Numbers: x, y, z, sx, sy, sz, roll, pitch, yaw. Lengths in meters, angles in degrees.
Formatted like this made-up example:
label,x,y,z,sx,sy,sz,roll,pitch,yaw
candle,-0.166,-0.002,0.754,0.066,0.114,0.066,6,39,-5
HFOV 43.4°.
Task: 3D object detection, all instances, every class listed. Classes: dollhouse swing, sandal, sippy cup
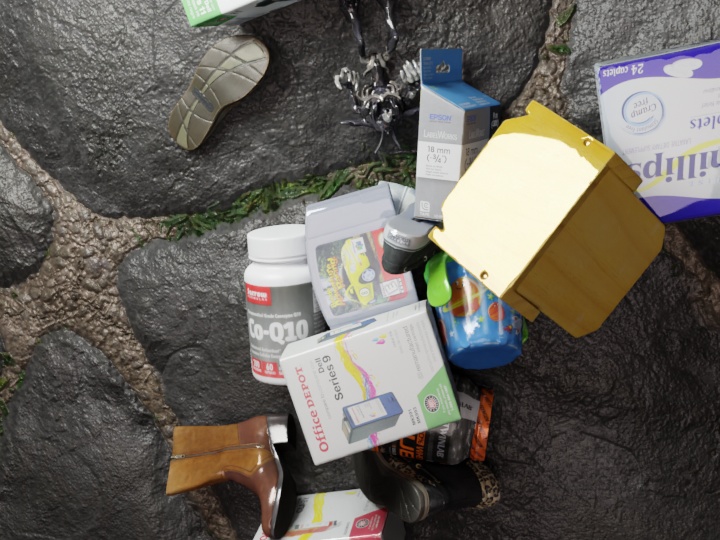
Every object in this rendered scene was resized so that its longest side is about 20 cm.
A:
label,x,y,z,sx,sy,sz,roll,pitch,yaw
dollhouse swing,0.229,-0.051,1.076,0.182,0.175,0.201,42,99,35
sandal,-0.189,-0.243,1.234,0.082,0.055,0.200,46,122,4
sippy cup,0.154,0.052,1.161,0.175,0.140,0.132,5,64,-15

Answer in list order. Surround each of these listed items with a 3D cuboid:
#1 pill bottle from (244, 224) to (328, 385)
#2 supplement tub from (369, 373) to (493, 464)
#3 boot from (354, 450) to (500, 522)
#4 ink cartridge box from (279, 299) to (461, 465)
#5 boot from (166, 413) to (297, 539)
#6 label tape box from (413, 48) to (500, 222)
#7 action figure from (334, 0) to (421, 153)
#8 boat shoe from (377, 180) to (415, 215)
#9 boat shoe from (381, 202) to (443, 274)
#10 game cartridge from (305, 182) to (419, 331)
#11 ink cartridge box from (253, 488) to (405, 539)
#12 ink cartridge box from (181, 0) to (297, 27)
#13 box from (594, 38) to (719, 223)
label,x,y,z,sx,sy,sz,roll,pitch,yaw
pill bottle,-0.103,0.045,1.251,0.112,0.114,0.204,-1,103,11
supplement tub,0.080,0.197,1.247,0.196,0.123,0.125,8,105,9
boot,0.089,0.291,1.277,0.148,0.199,0.075,1,96,-28
ink cartridge box,0.014,0.140,1.144,0.197,0.088,0.148,-17,96,8
boot,-0.195,0.303,1.312,0.197,0.069,0.191,-10,62,12
label tape box,0.125,-0.172,1.132,0.062,0.144,0.204,8,106,25
action figure,0.022,-0.253,1.162,0.117,0.102,0.204,-10,100,1
boat shoe,0.017,-0.025,1.238,0.071,0.070,0.204,21,101,7
boat shoe,0.076,-0.044,1.150,0.068,0.199,0.057,23,112,20
game cartridge,0.000,0.000,1.187,0.131,0.041,0.203,-15,97,6
ink cartridge box,-0.046,0.389,1.306,0.197,0.145,0.085,-10,103,13
ink cartridge box,-0.111,-0.375,1.124,0.197,0.147,0.084,-15,100,21
box,0.390,-0.168,1.106,0.181,0.105,0.203,-9,102,14
